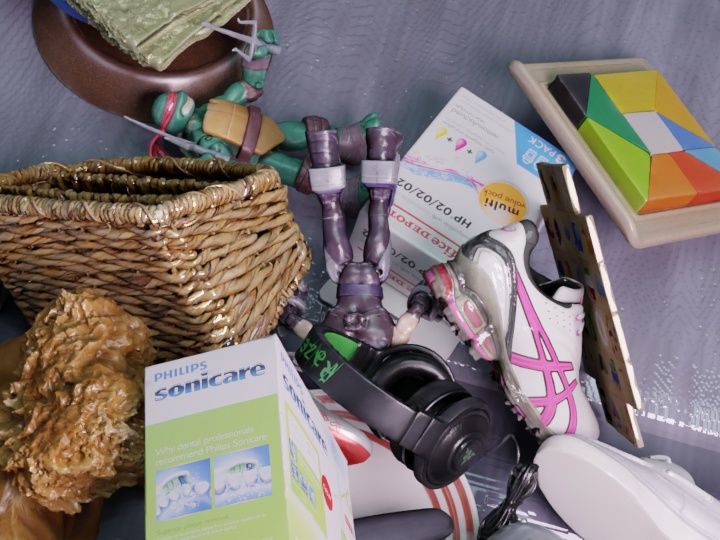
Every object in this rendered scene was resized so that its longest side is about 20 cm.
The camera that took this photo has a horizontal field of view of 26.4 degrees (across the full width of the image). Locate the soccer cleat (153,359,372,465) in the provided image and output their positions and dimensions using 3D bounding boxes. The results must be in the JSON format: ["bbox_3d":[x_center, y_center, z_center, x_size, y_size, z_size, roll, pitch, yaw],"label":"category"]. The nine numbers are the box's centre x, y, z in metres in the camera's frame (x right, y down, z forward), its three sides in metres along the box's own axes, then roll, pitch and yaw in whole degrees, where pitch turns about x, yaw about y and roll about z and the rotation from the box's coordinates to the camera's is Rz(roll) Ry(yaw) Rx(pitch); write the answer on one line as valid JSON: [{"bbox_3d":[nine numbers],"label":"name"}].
[{"bbox_3d":[-0.073,0.074,1.040,0.199,0.069,0.085,17,64,27],"label":"soccer cleat"}]

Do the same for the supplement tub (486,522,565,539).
[{"bbox_3d":[0.063,0.259,0.945,0.200,0.123,0.123,-36,71,-26],"label":"supplement tub"}]

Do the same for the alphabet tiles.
[{"bbox_3d":[0.161,0.021,1.083,0.006,0.166,0.201,-16,95,-2],"label":"alphabet tiles"}]

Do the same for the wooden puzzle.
[{"bbox_3d":[0.229,-0.105,1.238,0.199,0.037,0.186,-6,56,-45],"label":"wooden puzzle"}]

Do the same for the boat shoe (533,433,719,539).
[{"bbox_3d":[0.212,0.167,1.071,0.199,0.072,0.069,32,47,-2],"label":"boat shoe"}]

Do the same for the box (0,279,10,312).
[{"bbox_3d":[-0.341,0.036,1.042,0.159,0.044,0.201,21,55,-1],"label":"box"}]

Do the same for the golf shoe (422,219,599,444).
[{"bbox_3d":[0.128,0.053,1.067,0.092,0.200,0.073,-34,34,4],"label":"golf shoe"}]

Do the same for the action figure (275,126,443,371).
[{"bbox_3d":[0.000,0.000,1.088,0.129,0.069,0.201,0,85,-3],"label":"action figure"}]

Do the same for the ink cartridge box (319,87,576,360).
[{"bbox_3d":[0.069,-0.034,1.176,0.115,0.068,0.200,32,56,8],"label":"ink cartridge box"}]

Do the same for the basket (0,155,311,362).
[{"bbox_3d":[-0.148,-0.038,1.028,0.199,0.149,0.143,5,48,33],"label":"basket"}]

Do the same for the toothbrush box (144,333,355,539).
[{"bbox_3d":[-0.056,0.162,0.849,0.086,0.146,0.201,-15,49,8],"label":"toothbrush box"}]

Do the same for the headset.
[{"bbox_3d":[0.037,0.107,1.006,0.199,0.094,0.124,29,8,-26],"label":"headset"}]

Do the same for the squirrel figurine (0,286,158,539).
[{"bbox_3d":[-0.196,0.118,0.930,0.141,0.200,0.187,30,44,-2],"label":"squirrel figurine"}]

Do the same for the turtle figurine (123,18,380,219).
[{"bbox_3d":[-0.084,-0.110,1.170,0.199,0.101,0.151,18,61,-18],"label":"turtle figurine"}]

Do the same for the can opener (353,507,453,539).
[{"bbox_3d":[-0.031,0.184,0.984,0.199,0.064,0.079,-8,60,-18],"label":"can opener"}]

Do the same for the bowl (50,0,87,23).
[{"bbox_3d":[-0.182,-0.273,1.247,0.199,0.039,0.202,6,56,-10],"label":"bowl"}]

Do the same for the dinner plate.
[{"bbox_3d":[-0.016,0.174,1.047,0.199,0.024,0.201,6,57,-9],"label":"dinner plate"}]

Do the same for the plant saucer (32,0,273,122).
[{"bbox_3d":[-0.166,-0.210,1.254,0.199,0.035,0.201,6,56,-9],"label":"plant saucer"}]

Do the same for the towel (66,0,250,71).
[{"bbox_3d":[-0.180,-0.248,1.185,0.200,0.037,0.148,42,58,13],"label":"towel"}]
